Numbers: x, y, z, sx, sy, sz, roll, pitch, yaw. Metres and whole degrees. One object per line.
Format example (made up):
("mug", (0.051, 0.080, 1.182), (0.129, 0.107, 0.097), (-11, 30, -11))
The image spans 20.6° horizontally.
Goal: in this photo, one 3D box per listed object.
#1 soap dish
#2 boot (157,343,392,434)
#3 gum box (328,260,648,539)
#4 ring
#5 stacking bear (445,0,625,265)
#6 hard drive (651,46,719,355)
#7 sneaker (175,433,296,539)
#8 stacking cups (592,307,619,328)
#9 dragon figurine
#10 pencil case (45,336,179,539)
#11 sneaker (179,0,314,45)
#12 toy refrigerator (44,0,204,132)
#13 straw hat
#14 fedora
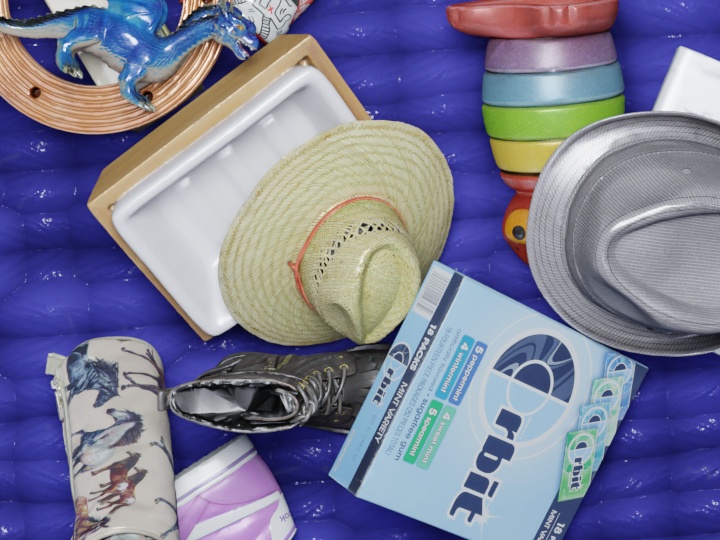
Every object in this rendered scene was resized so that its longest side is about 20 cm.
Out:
("soap dish", (-0.081, -0.064, 1.447), (0.199, 0.081, 0.158), (-37, 127, 2))
("boot", (-0.037, 0.093, 1.430), (0.198, 0.174, 0.070), (-2, 91, 3))
("gum box", (0.095, 0.108, 1.434), (0.199, 0.044, 0.171), (25, 92, -36))
("ring", (-0.191, -0.199, 1.434), (0.198, 0.019, 0.203), (0, 91, 4))
("stacking bear", (0.140, -0.097, 1.452), (0.121, 0.113, 0.202), (5, 104, 39))
("hard drive", (0.261, -0.049, 1.487), (0.131, 0.026, 0.202), (22, 92, 2))
("sneaker", (-0.142, 0.223, 1.491), (0.199, 0.073, 0.115), (-31, 93, 3))
("stacking cups", (0.248, -0.032, 1.444), (0.200, 0.061, 0.061), (-42, 89, 3))
("dragon figurine", (-0.169, -0.177, 1.394), (0.199, 0.059, 0.100), (25, 92, 1))
("pencil case", (-0.179, 0.142, 1.435), (0.089, 0.201, 0.078), (-3, 136, -10))
("sneaker", (-0.119, -0.254, 1.480), (0.201, 0.067, 0.108), (35, 90, -1))
("toy refrigerator", (-0.195, -0.208, 1.480), (0.070, 0.076, 0.201), (-32, 89, 3))
("straw hat", (0.000, 0.000, 1.414), (0.201, 0.201, 0.085), (-38, 46, 3))
("fedora", (0.219, -0.016, 1.376), (0.198, 0.090, 0.178), (14, 104, -7))
